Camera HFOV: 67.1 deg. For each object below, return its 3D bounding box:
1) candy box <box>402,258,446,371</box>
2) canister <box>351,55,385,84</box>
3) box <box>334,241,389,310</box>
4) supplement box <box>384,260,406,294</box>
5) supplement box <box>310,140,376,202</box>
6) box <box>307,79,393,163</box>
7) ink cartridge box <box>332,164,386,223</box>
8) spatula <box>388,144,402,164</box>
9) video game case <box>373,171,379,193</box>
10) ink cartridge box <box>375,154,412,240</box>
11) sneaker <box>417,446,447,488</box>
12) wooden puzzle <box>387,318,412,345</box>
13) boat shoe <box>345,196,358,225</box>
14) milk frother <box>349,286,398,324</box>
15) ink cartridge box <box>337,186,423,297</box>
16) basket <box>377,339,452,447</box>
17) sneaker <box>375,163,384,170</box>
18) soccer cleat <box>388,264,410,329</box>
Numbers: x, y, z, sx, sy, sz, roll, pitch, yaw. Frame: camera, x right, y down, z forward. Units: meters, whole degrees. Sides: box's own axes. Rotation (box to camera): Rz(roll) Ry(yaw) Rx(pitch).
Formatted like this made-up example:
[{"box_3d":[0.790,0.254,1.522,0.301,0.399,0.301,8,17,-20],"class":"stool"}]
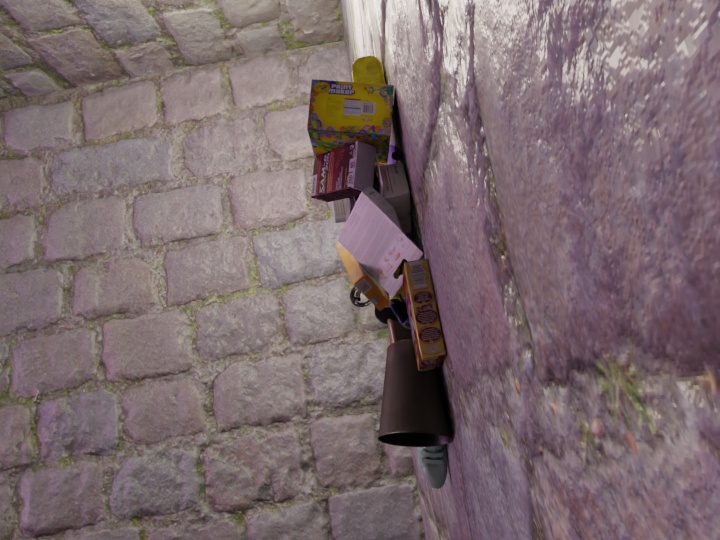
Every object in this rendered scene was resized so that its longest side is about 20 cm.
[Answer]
[{"box_3d":[0.130,0.094,1.136,0.117,0.054,0.206,84,177,-68],"class":"candy box"},{"box_3d":[0.029,-0.468,1.505,0.200,0.083,0.154,76,-175,-77],"class":"canister"},{"box_3d":[0.000,0.000,1.369,0.119,0.041,0.201,45,-171,-37],"class":"box"},{"box_3d":[0.093,-0.040,1.484,0.202,0.083,0.113,-99,0,-58],"class":"supplement box"},{"box_3d":[-0.045,-0.238,1.328,0.197,0.059,0.113,-3,80,55],"class":"supplement box"},{"box_3d":[-0.021,-0.359,1.329,0.193,0.193,0.127,90,-175,-82],"class":"box"},{"box_3d":[0.008,-0.234,1.627,0.145,0.193,0.153,-169,70,-88],"class":"ink cartridge box"},{"box_3d":[0.086,-0.290,1.373,0.200,0.020,0.059,-102,7,-77],"class":"spatula"},{"box_3d":[0.036,-0.154,1.398,0.144,0.018,0.206,-98,4,-58],"class":"video game case"},{"box_3d":[0.082,-0.172,1.310,0.203,0.064,0.118,81,180,-47],"class":"ink cartridge box"},{"box_3d":[0.168,0.432,1.294,0.118,0.071,0.208,4,-101,-84],"class":"sneaker"},{"box_3d":[0.123,0.228,1.375,0.199,0.036,0.191,25,-128,-57],"class":"wooden puzzle"},{"box_3d":[-0.002,-0.179,1.368,0.073,0.059,0.207,22,-120,-44],"class":"boat shoe"},{"box_3d":[0.053,0.054,1.812,0.184,0.193,0.192,-94,-4,-47],"class":"milk frother"},{"box_3d":[0.050,-0.065,1.253,0.200,0.050,0.162,44,133,12],"class":"ink cartridge box"},{"box_3d":[0.115,0.268,1.194,0.135,0.176,0.206,-35,48,47],"class":"basket"},{"box_3d":[0.052,-0.196,1.519,0.078,0.108,0.208,-119,36,-84],"class":"sneaker"},{"box_3d":[0.092,0.050,1.307,0.082,0.065,0.204,8,-134,-45],"class":"soccer cleat"}]
